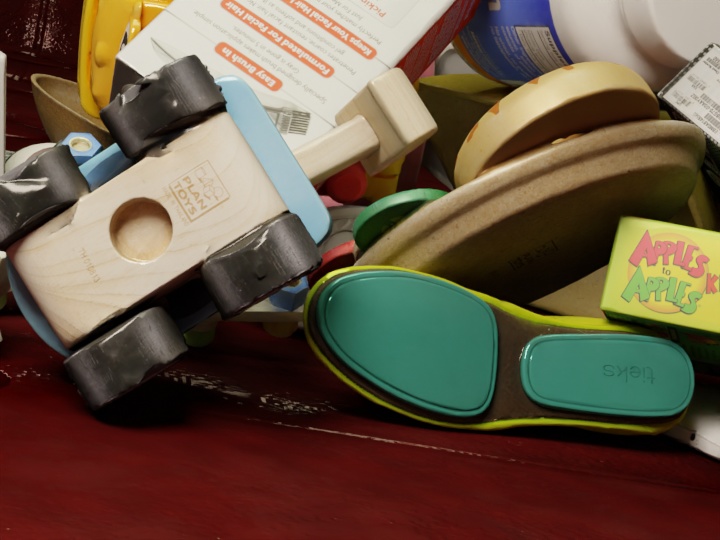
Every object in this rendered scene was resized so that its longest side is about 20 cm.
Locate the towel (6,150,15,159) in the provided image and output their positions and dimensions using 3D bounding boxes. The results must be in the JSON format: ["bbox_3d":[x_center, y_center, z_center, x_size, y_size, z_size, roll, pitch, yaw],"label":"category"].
[{"bbox_3d":[-0.250,-0.067,1.296,0.192,0.035,0.200,14,9,17],"label":"towel"}]

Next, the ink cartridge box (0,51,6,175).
[{"bbox_3d":[-0.316,-0.095,1.129,0.199,0.083,0.147,-1,12,-18],"label":"ink cartridge box"}]

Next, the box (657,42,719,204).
[{"bbox_3d":[0.252,-0.005,0.973,0.200,0.048,0.193,46,-1,33],"label":"box"}]

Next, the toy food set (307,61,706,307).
[{"bbox_3d":[0.073,-0.027,0.936,0.198,0.049,0.200,-31,-17,22],"label":"toy food set"}]

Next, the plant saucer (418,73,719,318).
[{"bbox_3d":[0.146,-0.041,1.179,0.200,0.048,0.200,18,-33,40],"label":"plant saucer"}]

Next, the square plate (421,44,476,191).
[{"bbox_3d":[0.108,-0.085,1.335,0.198,0.028,0.200,41,-28,9],"label":"square plate"}]

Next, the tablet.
[{"bbox_3d":[0.220,0.079,1.005,0.199,0.014,0.130,5,10,-33],"label":"tablet"}]

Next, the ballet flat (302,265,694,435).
[{"bbox_3d":[0.058,0.045,0.893,0.199,0.067,0.067,11,-14,-20],"label":"ballet flat"}]

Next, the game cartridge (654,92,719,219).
[{"bbox_3d":[0.198,-0.057,1.178,0.133,0.042,0.200,29,-26,13],"label":"game cartridge"}]

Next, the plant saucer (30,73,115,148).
[{"bbox_3d":[-0.139,-0.074,1.310,0.200,0.036,0.200,26,8,-4],"label":"plant saucer"}]

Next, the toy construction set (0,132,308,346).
[{"bbox_3d":[-0.130,-0.008,0.906,0.199,0.092,0.131,-7,43,-42],"label":"toy construction set"}]

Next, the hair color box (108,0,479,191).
[{"bbox_3d":[-0.028,-0.123,1.008,0.111,0.064,0.200,35,57,9],"label":"hair color box"}]

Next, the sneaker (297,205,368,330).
[{"bbox_3d":[0.000,0.000,1.087,0.200,0.074,0.118,-5,2,-36],"label":"sneaker"}]

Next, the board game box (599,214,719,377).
[{"bbox_3d":[0.182,0.021,0.977,0.101,0.048,0.200,11,-6,13],"label":"board game box"}]

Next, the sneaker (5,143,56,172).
[{"bbox_3d":[-0.110,-0.031,1.155,0.199,0.076,0.115,-4,19,-25],"label":"sneaker"}]

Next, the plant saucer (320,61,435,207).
[{"bbox_3d":[0.010,-0.108,1.337,0.051,0.201,0.201,9,8,-10],"label":"plant saucer"}]

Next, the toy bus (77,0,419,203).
[{"bbox_3d":[-0.060,-0.103,1.099,0.199,0.136,0.192,6,29,-10],"label":"toy bus"}]

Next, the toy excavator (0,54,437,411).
[{"bbox_3d":[-0.057,-0.034,0.840,0.194,0.100,0.200,-33,0,0],"label":"toy excavator"}]

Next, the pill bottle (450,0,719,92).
[{"bbox_3d":[0.134,-0.154,1.052,0.112,0.113,0.200,7,3,-26],"label":"pill bottle"}]
